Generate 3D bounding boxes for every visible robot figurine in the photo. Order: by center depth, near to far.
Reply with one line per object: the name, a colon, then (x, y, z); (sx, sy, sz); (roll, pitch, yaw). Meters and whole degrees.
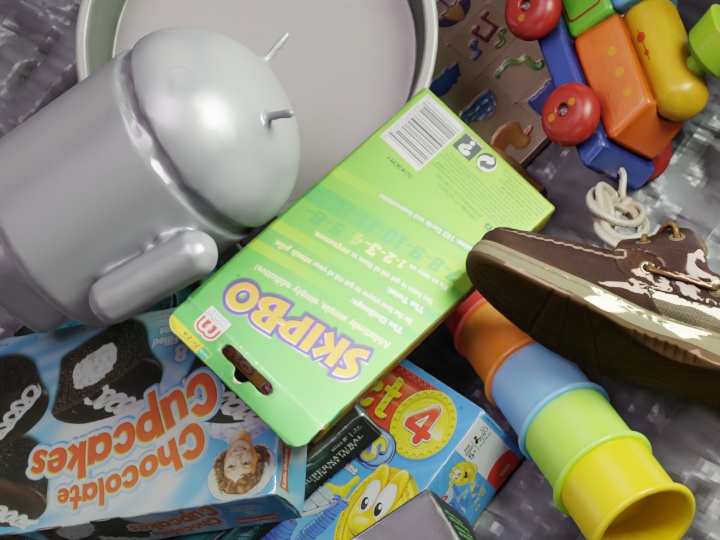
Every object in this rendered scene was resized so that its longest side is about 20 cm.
robot figurine: (-0.113, -0.049, 1.345); (0.199, 0.113, 0.170); (-32, 47, 21)

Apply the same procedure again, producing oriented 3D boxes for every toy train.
toy train: (0.160, -0.091, 1.369); (0.116, 0.084, 0.201); (-35, 55, 28)

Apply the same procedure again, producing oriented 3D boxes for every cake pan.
cake pan: (-0.055, -0.123, 1.433); (0.199, 0.037, 0.202); (-1, 79, 7)

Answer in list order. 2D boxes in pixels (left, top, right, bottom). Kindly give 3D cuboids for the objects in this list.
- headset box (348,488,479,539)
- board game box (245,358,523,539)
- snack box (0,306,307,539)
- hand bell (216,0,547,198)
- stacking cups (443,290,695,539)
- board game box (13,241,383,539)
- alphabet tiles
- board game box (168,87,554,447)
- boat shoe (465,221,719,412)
headset box: (0.014, 0.226, 1.241); (0.174, 0.093, 0.200); (-35, 71, 4)
board game box: (-0.048, 0.119, 1.399); (0.200, 0.056, 0.196); (31, 81, 38)
snack box: (-0.121, 0.082, 1.364); (0.199, 0.037, 0.117); (-11, 60, 23)
hand bell: (0.018, -0.080, 1.465); (0.199, 0.104, 0.104); (26, 77, 25)
stacking cups: (0.099, 0.063, 1.351); (0.060, 0.061, 0.200); (-36, 50, 6)
board game box: (-0.090, 0.059, 1.403); (0.135, 0.028, 0.200); (-41, 52, 3)
alphabet tiles: (0.037, -0.096, 1.508); (0.200, 0.008, 0.167); (-45, 51, -1)
board game box: (0.000, 0.000, 1.335); (0.096, 0.030, 0.200); (43, 61, 9)
boat shoe: (0.152, 0.014, 1.313); (0.199, 0.072, 0.072); (20, 66, 10)
